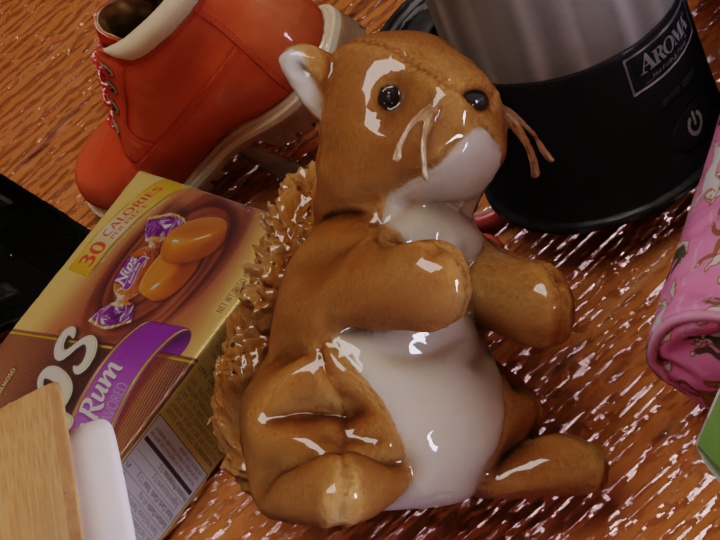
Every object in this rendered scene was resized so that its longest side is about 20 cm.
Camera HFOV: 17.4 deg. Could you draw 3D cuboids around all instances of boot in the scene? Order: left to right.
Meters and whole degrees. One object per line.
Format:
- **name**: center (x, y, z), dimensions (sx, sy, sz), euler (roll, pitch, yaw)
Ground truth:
- **boot**: center (-0.097, -0.091, 1.133), dimensions (0.200, 0.107, 0.076), euler (-32, 41, 44)

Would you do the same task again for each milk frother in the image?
- **milk frother**: center (0.056, -0.141, 1.049), dimensions (0.198, 0.189, 0.181), euler (-2, 38, 28)

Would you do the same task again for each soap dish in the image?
- **soap dish**: center (-0.125, 0.168, 0.875), dimensions (0.080, 0.201, 0.158), euler (-2, 39, -13)

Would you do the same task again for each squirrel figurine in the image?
- **squirrel figurine**: center (0.000, 0.000, 0.960), dimensions (0.200, 0.140, 0.189), euler (-3, 90, 62)

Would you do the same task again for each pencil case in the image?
- **pencil case**: center (0.180, -0.031, 0.956), dimensions (0.082, 0.087, 0.201), euler (26, 60, -2)

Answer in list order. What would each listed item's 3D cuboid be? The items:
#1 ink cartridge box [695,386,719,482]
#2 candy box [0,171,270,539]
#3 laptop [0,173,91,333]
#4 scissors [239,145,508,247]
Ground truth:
- **ink cartridge box**: center (0.204, -0.002, 0.814), dimensions (0.103, 0.201, 0.059), euler (1, 33, -29)
- **candy box**: center (-0.112, 0.056, 1.076), dimensions (0.116, 0.057, 0.200), euler (19, 62, 42)
- **laptop**: center (-0.234, 0.043, 1.199), dimensions (0.199, 0.104, 0.177), euler (-26, 36, -31)
- **scissors**: center (-0.008, -0.030, 1.120), dimensions (0.199, 0.014, 0.073), euler (10, 59, 36)
